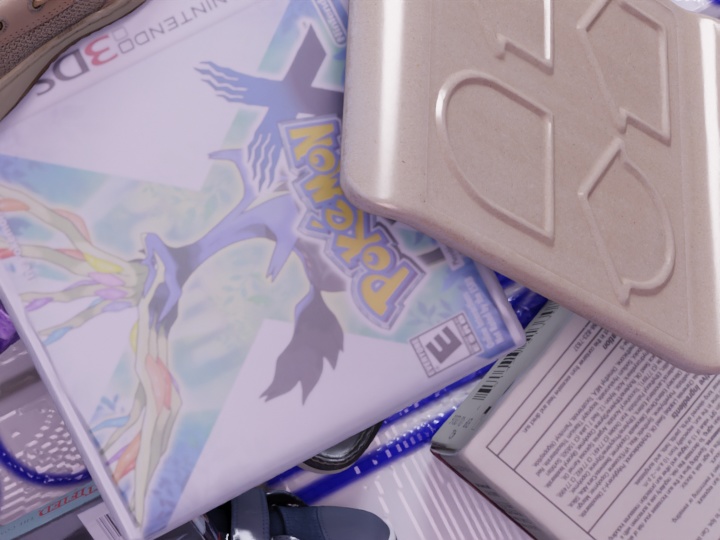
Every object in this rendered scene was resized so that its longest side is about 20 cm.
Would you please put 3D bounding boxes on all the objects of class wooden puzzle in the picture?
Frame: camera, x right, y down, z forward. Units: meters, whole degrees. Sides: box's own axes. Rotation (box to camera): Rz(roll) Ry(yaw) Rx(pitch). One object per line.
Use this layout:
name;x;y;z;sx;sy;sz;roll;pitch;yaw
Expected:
wooden puzzle;0.072;-0.063;0.959;0.200;0.046;0.185;23;53;-30

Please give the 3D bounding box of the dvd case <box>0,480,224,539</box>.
dvd case;-0.100;0.190;1.065;0.146;0.022;0.200;-28;114;13

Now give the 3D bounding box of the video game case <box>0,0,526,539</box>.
video game case;-0.057;-0.018;0.937;0.182;0.022;0.200;-27;91;-5

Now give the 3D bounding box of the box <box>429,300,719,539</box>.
box;0.151;0.102;1.109;0.200;0.109;0.128;41;84;-3

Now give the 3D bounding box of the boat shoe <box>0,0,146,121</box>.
boat shoe;-0.125;-0.127;0.905;0.071;0.065;0.200;30;70;25

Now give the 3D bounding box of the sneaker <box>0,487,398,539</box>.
sneaker;-0.082;0.134;1.091;0.200;0.078;0.080;-14;110;-6

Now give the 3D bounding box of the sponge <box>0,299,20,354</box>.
sponge;-0.175;-0.021;1.036;0.112;0.200;0.030;42;101;-2

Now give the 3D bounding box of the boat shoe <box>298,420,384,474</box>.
boat shoe;0.000;0.000;1.121;0.072;0.068;0.200;16;87;-7
